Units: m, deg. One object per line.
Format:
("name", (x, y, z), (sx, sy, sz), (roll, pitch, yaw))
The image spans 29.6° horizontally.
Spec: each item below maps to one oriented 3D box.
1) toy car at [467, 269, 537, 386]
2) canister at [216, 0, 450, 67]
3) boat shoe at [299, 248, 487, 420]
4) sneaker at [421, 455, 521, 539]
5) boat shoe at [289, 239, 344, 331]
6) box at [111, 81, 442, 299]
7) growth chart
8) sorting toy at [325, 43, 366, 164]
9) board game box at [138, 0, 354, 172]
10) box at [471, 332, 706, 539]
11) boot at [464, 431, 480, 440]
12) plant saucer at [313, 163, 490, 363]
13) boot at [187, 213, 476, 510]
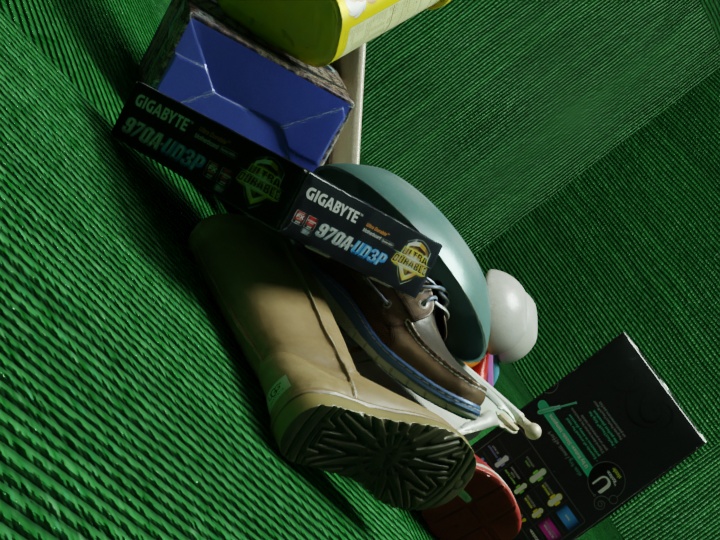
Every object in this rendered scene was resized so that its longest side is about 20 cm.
("toy car", (0.088, 0.083, 1.384), (0.200, 0.172, 0.153), (35, 54, -73))
("canister", (-0.014, -0.261, 1.174), (0.148, 0.087, 0.200), (33, 43, 20))
("boat shoe", (0.027, 0.029, 1.001), (0.200, 0.073, 0.072), (40, 4, 30))
("sneaker", (0.062, 0.136, 1.106), (0.200, 0.078, 0.116), (51, 18, -36))
("boat shoe", (-0.040, 0.006, 1.144), (0.074, 0.068, 0.200), (49, 8, -37))
("box", (-0.061, -0.057, 0.960), (0.199, 0.046, 0.158), (30, 2, 41))
("growth chart", (0.036, 0.087, 1.028), (0.199, 0.018, 0.145), (-1, 36, -51))
("sorting toy", (-0.020, -0.148, 1.313), (0.200, 0.036, 0.188), (135, -40, -74))
("board game box", (-0.105, -0.165, 1.198), (0.158, 0.098, 0.200), (26, 15, -18))
("box", (0.201, 0.167, 1.260), (0.125, 0.199, 0.148), (53, 6, 12))
("boot", (0.095, 0.108, 1.645), (0.200, 0.072, 0.184), (-70, 138, -75))
("plant saucer", (0.040, -0.014, 1.086), (0.200, 0.036, 0.201), (45, -16, 16))
("boot", (-0.019, 0.056, 0.921), (0.174, 0.066, 0.201), (31, 20, -39))
